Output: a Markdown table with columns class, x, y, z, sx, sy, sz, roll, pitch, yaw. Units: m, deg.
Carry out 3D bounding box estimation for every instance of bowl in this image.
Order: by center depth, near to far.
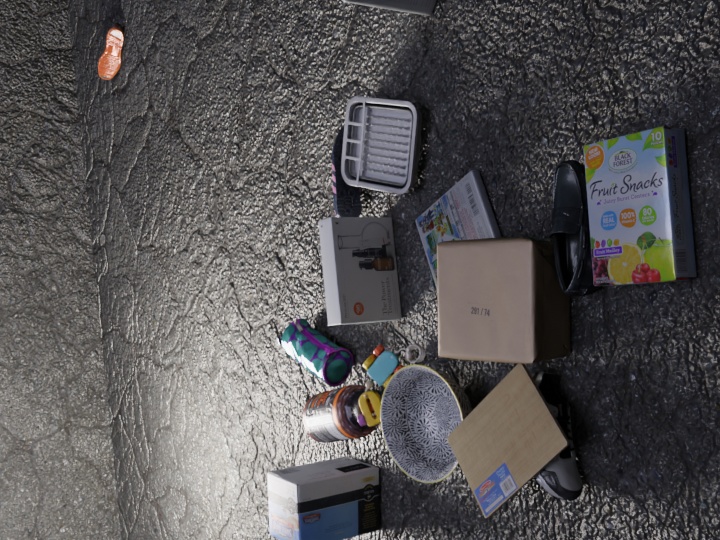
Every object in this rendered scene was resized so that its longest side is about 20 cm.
| class | x | y | z | sx | sy | sz | roll | pitch | yaw |
| --- | --- | --- | --- | --- | --- | --- | --- | --- | --- |
| bowl | 0.136 | 0.263 | 1.560 | 0.199 | 0.093 | 0.205 | 3 | 94 | 47 |

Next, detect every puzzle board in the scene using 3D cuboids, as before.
| class | x | y | z | sx | sy | sz | roll | pitch | yaw |
| --- | --- | --- | --- | --- | --- | --- | --- | --- | --- |
| puzzle board | 0.226 | 0.265 | 1.377 | 0.201 | 0.017 | 0.152 | -53 | 47 | 31 |

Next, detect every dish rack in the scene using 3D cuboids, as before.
| class | x | y | z | sx | sy | sz | roll | pitch | yaw |
| --- | --- | --- | --- | --- | --- | --- | --- | --- | --- |
| dish rack | 0.045 | -0.242 | 1.706 | 0.198 | 0.043 | 0.175 | 17 | 105 | 47 |

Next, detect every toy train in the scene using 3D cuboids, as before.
| class | x | y | z | sx | sy | sz | roll | pitch | yaw |
| --- | --- | --- | --- | --- | --- | --- | --- | --- | --- |
| toy train | 0.071 | 0.242 | 1.695 | 0.147 | 0.056 | 0.204 | 1 | 85 | 15 |

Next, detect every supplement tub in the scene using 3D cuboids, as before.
| class | x | y | z | sx | sy | sz | roll | pitch | yaw |
| --- | --- | --- | --- | --- | --- | --- | --- | --- | --- |
| supplement tub | -0.030 | 0.291 | 1.810 | 0.199 | 0.105 | 0.109 | -23 | 73 | 53 |

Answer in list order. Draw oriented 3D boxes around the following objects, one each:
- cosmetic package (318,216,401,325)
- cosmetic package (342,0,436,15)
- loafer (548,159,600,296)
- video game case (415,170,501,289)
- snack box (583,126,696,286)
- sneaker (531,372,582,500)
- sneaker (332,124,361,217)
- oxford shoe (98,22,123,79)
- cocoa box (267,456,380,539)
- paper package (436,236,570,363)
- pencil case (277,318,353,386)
| class | x | y | z | sx | sy | sz | roll | pitch | yaw |
| --- | --- | --- | --- | --- | --- | --- | --- | --- | --- |
| cosmetic package | 0.000 | 0.000 | 1.709 | 0.051 | 0.149 | 0.204 | -13 | 82 | 55 |
| cosmetic package | 0.036 | -0.575 | 1.579 | 0.165 | 0.197 | 0.167 | 50 | 131 | 41 |
| loafer | 0.313 | -0.064 | 1.308 | 0.068 | 0.069 | 0.205 | -14 | 81 | 54 |
| video game case | 0.179 | -0.042 | 1.554 | 0.182 | 0.022 | 0.203 | -41 | 60 | 49 |
| snack box | 0.382 | -0.083 | 1.220 | 0.141 | 0.052 | 0.204 | -7 | 86 | 55 |
| sneaker | 0.292 | 0.250 | 1.356 | 0.080 | 0.073 | 0.203 | -45 | 56 | 45 |
| sneaker | -0.031 | -0.196 | 1.823 | 0.082 | 0.069 | 0.204 | 146 | 128 | -78 |
| oxford shoe | -0.845 | -0.745 | 3.017 | 0.201 | 0.070 | 0.074 | -59 | 26 | 33 |
| cocoa box | -0.074 | 0.470 | 1.801 | 0.132 | 0.197 | 0.134 | 1 | 94 | 55 |
| paper package | 0.221 | 0.046 | 1.398 | 0.198 | 0.102 | 0.195 | 0 | 92 | 47 |
| pencil case | -0.097 | 0.174 | 1.921 | 0.199 | 0.084 | 0.094 | 28 | 141 | 51 |
